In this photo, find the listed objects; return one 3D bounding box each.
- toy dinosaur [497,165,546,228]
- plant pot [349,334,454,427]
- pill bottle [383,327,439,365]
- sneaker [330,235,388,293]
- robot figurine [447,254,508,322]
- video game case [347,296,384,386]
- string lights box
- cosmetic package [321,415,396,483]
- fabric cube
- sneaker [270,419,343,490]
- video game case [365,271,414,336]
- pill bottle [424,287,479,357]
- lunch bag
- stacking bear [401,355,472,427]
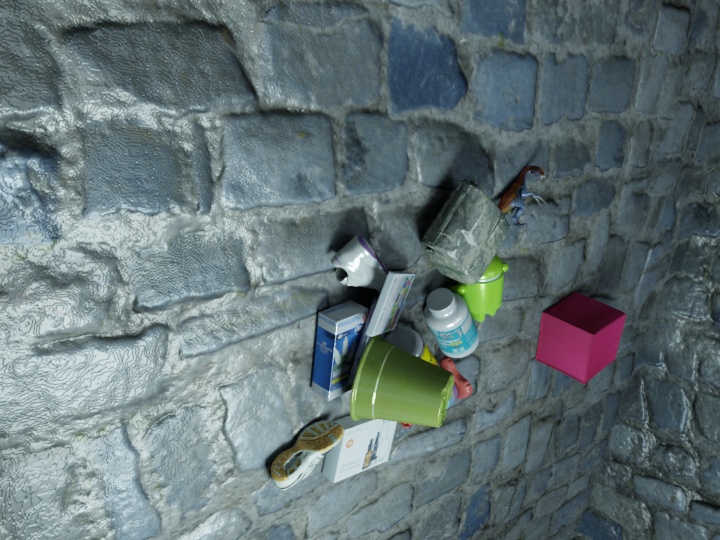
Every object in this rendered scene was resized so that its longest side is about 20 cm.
[{"bbox_3d":[0.417,-0.200,1.835,0.200,0.105,0.182,17,77,-39],"label":"toy dinosaur"},{"bbox_3d":[0.101,0.258,1.542,0.200,0.190,0.200,13,90,-75],"label":"plant pot"},{"bbox_3d":[0.130,0.232,1.735,0.109,0.109,0.200,-52,140,-14],"label":"pill bottle"},{"bbox_3d":[0.000,0.000,1.508,0.100,0.075,0.200,-35,142,4],"label":"sneaker"},{"bbox_3d":[0.311,0.032,1.818,0.175,0.116,0.200,-25,128,-28],"label":"robot figurine"},{"bbox_3d":[0.023,0.170,1.577,0.143,0.019,0.200,52,54,-70],"label":"video game case"},{"bbox_3d":[-0.047,0.175,1.544,0.103,0.059,0.200,-20,125,-44],"label":"string lights box"},{"bbox_3d":[0.002,0.428,1.751,0.200,0.052,0.151,-8,113,-46],"label":"cosmetic package"},{"bbox_3d":[0.726,0.221,2.324,0.199,0.196,0.200,-25,128,-38],"label":"fabric cube"},{"bbox_3d":[-0.124,0.420,1.603,0.200,0.076,0.088,-32,147,-29],"label":"sneaker"},{"bbox_3d":[0.069,0.071,1.557,0.143,0.018,0.200,-70,164,5],"label":"video game case"},{"bbox_3d":[0.228,0.129,1.786,0.111,0.111,0.200,-49,138,-17],"label":"pill bottle"},{"bbox_3d":[0.239,-0.094,1.648,0.200,0.139,0.168,-56,141,-10],"label":"lunch bag"},{"bbox_3d":[0.174,0.335,1.848,0.200,0.121,0.114,-28,157,-23],"label":"stacking bear"}]
